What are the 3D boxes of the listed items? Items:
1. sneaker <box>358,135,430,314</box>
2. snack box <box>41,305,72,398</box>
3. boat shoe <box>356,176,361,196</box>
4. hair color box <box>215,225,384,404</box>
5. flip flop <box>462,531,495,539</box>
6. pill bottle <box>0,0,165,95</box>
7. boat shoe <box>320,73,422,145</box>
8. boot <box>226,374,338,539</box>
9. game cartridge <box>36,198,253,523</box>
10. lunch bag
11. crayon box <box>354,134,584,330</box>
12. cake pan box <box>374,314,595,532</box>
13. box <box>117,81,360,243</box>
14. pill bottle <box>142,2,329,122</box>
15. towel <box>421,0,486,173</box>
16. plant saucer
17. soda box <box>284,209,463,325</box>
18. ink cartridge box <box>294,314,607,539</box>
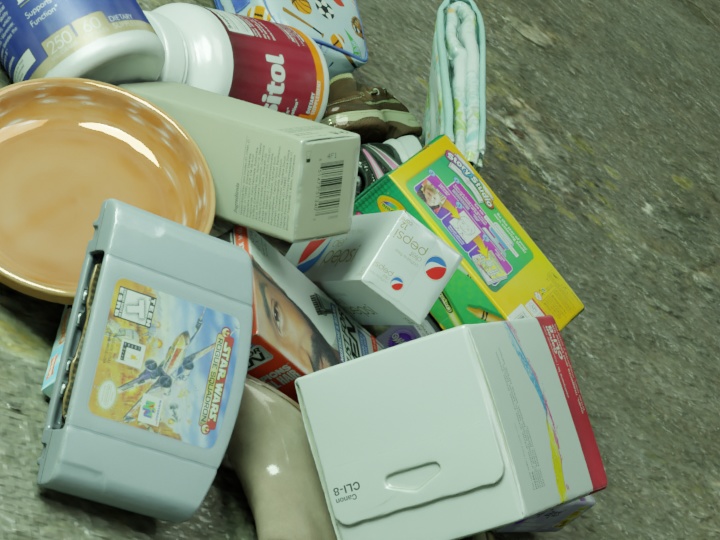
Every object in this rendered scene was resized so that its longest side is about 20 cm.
[{"bbox_3d":[0.022,-0.025,1.847,0.086,0.080,0.200,-2,61,-22],"label":"sneaker"},{"bbox_3d":[-0.162,0.048,1.510,0.116,0.037,0.200,40,30,-23],"label":"snack box"},{"bbox_3d":[-0.066,-0.080,1.739,0.200,0.072,0.068,19,84,-49],"label":"boat shoe"},{"bbox_3d":[-0.051,0.065,1.581,0.200,0.064,0.111,41,30,-44],"label":"hair color box"},{"bbox_3d":[0.071,0.255,1.579,0.058,0.081,0.200,25,29,-15],"label":"flip flop"},{"bbox_3d":[-0.246,-0.218,1.611,0.116,0.116,0.200,-6,59,-57],"label":"pill bottle"},{"bbox_3d":[-0.013,-0.143,1.918,0.075,0.075,0.202,58,17,10],"label":"boat shoe"},{"bbox_3d":[-0.052,0.181,1.471,0.200,0.070,0.146,49,25,-20],"label":"boot"},{"bbox_3d":[-0.140,0.065,1.414,0.133,0.042,0.200,19,75,-31],"label":"game cartridge"},{"bbox_3d":[-0.081,-0.269,1.958,0.160,0.076,0.200,13,47,-46],"label":"lunch bag"},{"bbox_3d":[0.092,-0.010,1.766,0.200,0.058,0.119,51,33,1],"label":"crayon box"},{"bbox_3d":[0.101,0.129,1.732,0.200,0.052,0.184,55,12,20],"label":"cake pan box"},{"bbox_3d":[-0.097,-0.084,1.556,0.200,0.082,0.068,21,21,38],"label":"box"},{"bbox_3d":[-0.126,-0.161,1.727,0.200,0.113,0.113,3,54,-53],"label":"pill bottle"},{"bbox_3d":[0.083,-0.131,1.934,0.048,0.171,0.200,5,54,-4],"label":"towel"},{"bbox_3d":[-0.205,-0.053,1.487,0.200,0.037,0.200,8,53,-11],"label":"plant saucer"},{"bbox_3d":[0.000,0.000,1.643,0.064,0.200,0.068,37,75,-18],"label":"soda box"},{"bbox_3d":[0.069,0.122,1.516,0.200,0.145,0.145,-2,74,-68],"label":"ink cartridge box"}]
